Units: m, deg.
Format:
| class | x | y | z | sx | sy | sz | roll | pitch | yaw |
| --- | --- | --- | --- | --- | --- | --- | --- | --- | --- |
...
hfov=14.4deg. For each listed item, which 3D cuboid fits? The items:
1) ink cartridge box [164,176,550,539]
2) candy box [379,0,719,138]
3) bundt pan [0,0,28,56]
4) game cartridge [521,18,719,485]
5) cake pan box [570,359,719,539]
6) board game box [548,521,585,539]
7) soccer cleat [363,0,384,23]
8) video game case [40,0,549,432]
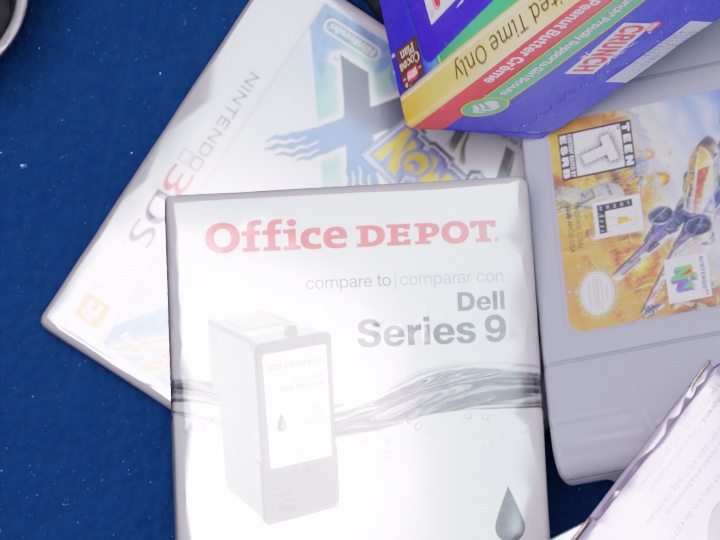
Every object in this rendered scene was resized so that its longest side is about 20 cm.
| class | x | y | z | sx | sy | sz | roll | pitch | yaw |
| --- | --- | --- | --- | --- | --- | --- | --- | --- | --- |
| ink cartridge box | -0.003 | 0.068 | 1.118 | 0.146 | 0.084 | 0.200 | -3 | 84 | -2 |
| candy box | 0.068 | -0.173 | 1.080 | 0.077 | 0.169 | 0.200 | 0 | 69 | -34 |
| bundt pan | -0.219 | -0.145 | 1.158 | 0.201 | 0.076 | 0.202 | 0 | 84 | -2 |
| game cartridge | 0.133 | -0.020 | 1.117 | 0.133 | 0.042 | 0.200 | -14 | 60 | 17 |
| cake pan box | 0.136 | 0.165 | 0.998 | 0.184 | 0.052 | 0.200 | 36 | 87 | 9 |
| board game box | 0.122 | 0.183 | 1.039 | 0.134 | 0.034 | 0.200 | -27 | 82 | 1 |
| soccer cleat | -0.032 | -0.165 | 1.179 | 0.081 | 0.068 | 0.200 | -35 | 88 | 16 |
| video game case | 0.000 | 0.000 | 1.178 | 0.200 | 0.022 | 0.182 | 33 | 84 | 1 |
